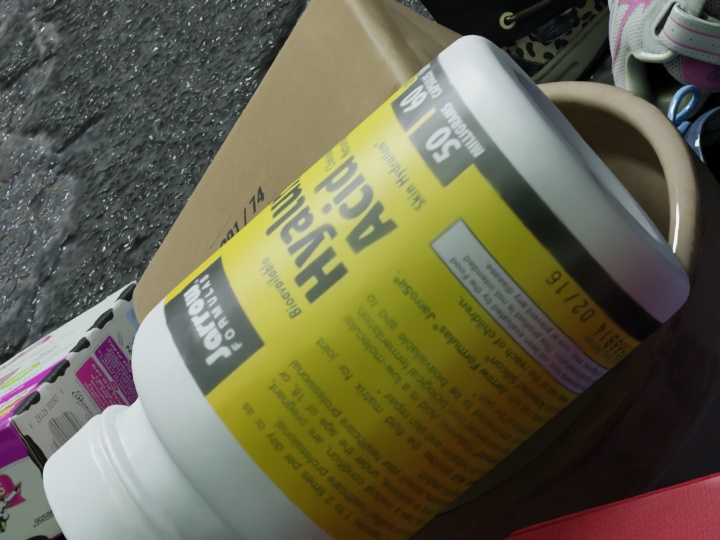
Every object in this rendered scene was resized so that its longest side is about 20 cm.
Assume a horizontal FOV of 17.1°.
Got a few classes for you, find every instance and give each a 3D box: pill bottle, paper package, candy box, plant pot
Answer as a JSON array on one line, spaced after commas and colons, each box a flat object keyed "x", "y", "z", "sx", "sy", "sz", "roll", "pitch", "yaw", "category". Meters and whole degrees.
[{"x": -0.002, "y": 0.029, "z": 0.768, "sx": 0.200, "sy": 0.111, "sz": 0.111, "roll": -42, "pitch": 35, "yaw": 9, "category": "pill bottle"}, {"x": 0.000, "y": 0.000, "z": 1.063, "sx": 0.201, "sy": 0.103, "sz": 0.191, "roll": -57, "pitch": 30, "yaw": 19, "category": "paper package"}, {"x": -0.171, "y": 0.091, "z": 1.167, "sx": 0.136, "sy": 0.061, "sz": 0.200, "roll": -31, "pitch": 10, "yaw": 20, "category": "candy box"}, {"x": 0.085, "y": 0.058, "z": 0.894, "sx": 0.200, "sy": 0.175, "sz": 0.201, "roll": -29, "pitch": 38, "yaw": 26, "category": "plant pot"}]

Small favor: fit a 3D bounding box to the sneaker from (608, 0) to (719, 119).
[{"x": 0.163, "y": -0.127, "z": 1.044, "sx": 0.200, "sy": 0.081, "sz": 0.089, "roll": 117, "pitch": 157, "yaw": -65, "category": "sneaker"}]

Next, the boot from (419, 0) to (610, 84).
[{"x": 0.090, "y": -0.193, "z": 1.154, "sx": 0.204, "sy": 0.154, "sz": 0.073, "roll": -52, "pitch": 35, "yaw": -6, "category": "boot"}]

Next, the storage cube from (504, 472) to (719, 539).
[{"x": 0.155, "y": 0.161, "z": 0.690, "sx": 0.179, "sy": 0.171, "sz": 0.201, "roll": -22, "pitch": 52, "yaw": 40, "category": "storage cube"}]

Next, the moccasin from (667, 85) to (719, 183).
[{"x": 0.160, "y": -0.046, "z": 1.007, "sx": 0.199, "sy": 0.068, "sz": 0.081, "roll": -16, "pitch": 45, "yaw": 38, "category": "moccasin"}]
